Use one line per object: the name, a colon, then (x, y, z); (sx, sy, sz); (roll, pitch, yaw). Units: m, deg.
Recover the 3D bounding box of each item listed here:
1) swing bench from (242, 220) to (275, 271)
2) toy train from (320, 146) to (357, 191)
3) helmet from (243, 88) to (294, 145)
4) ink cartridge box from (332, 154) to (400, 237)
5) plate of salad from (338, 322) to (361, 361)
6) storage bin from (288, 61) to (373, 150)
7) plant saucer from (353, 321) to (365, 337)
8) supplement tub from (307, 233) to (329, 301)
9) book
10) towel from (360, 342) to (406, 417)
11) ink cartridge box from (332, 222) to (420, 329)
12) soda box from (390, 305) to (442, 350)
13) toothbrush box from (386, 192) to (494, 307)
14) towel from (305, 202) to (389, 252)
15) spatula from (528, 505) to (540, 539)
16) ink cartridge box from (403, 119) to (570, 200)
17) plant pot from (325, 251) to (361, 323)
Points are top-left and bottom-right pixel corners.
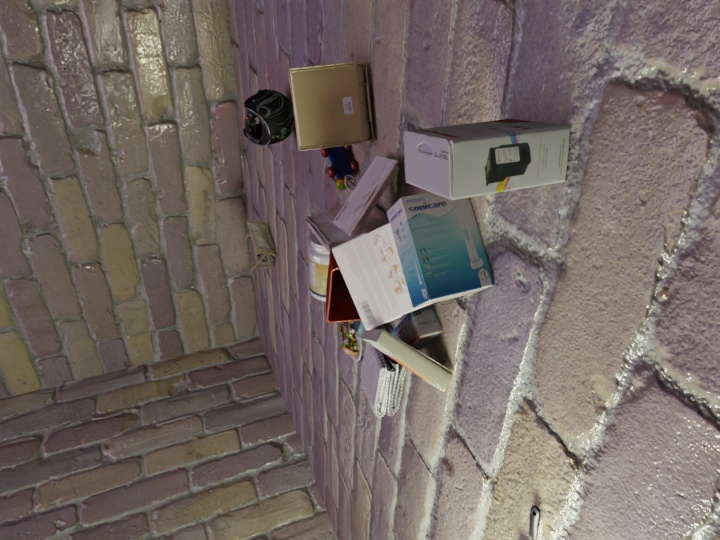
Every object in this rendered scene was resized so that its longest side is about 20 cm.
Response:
swing bench: (-0.541, -0.136, 2.945); (0.200, 0.129, 0.200); (123, 133, -56)
toy train: (-0.053, -0.270, 1.596); (0.116, 0.084, 0.202); (101, 152, -68)
helmet: (-0.338, -0.575, 2.041); (0.199, 0.191, 0.201); (25, 141, 22)
ink cartridge box: (0.022, -0.172, 1.287); (0.201, 0.045, 0.176); (-56, 21, 5)
plate of salad: (-0.044, 0.216, 1.880); (0.200, 0.048, 0.202); (168, 90, -71)
storage bin: (-0.076, -0.420, 1.402); (0.094, 0.196, 0.202); (-111, 14, -75)
plant saucer: (0.005, 0.102, 1.618); (0.200, 0.027, 0.202); (-175, 90, -80)
supplement tub: (-0.096, -0.018, 1.751); (0.145, 0.143, 0.202); (-129, 34, -52)
book: (0.104, 0.204, 1.282); (0.048, 0.199, 0.134); (-59, 12, -12)
towel: (0.064, 0.294, 1.574); (0.166, 0.085, 0.202); (-117, 28, -55)
ink cartridge box: (0.053, 0.008, 1.218); (0.202, 0.175, 0.045); (67, -159, 0)
soda box: (0.129, 0.156, 1.345); (0.200, 0.063, 0.069); (121, 134, -61)
toothbrush box: (0.151, -0.046, 1.050); (0.085, 0.145, 0.202); (144, 112, -68)
towel: (-0.033, -0.129, 1.446); (0.200, 0.190, 0.032); (-132, 24, -55)
spatula: (0.329, 0.530, 1.063); (0.056, 0.020, 0.202); (31, 128, 48)
ink cartridge box: (0.181, -0.171, 0.815); (0.146, 0.198, 0.084); (-140, 42, -60)
plant pot: (0.000, 0.000, 1.453); (0.201, 0.198, 0.177); (99, 163, -44)
